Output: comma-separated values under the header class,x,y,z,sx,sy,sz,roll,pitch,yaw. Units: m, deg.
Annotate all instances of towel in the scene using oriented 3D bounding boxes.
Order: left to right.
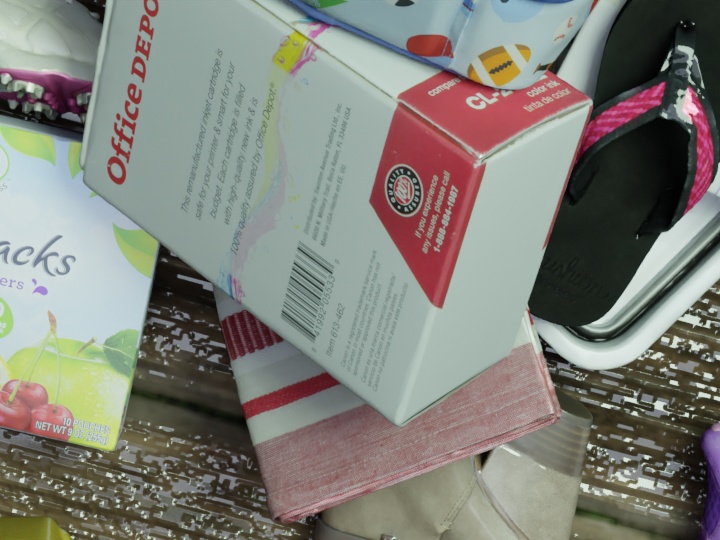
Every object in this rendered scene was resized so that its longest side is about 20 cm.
class,x,y,z,sx,sy,sz,roll,pitch,yaw
towel,0.000,0.000,1.122,0.143,0.023,0.202,-21,71,15

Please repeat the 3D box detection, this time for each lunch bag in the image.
class,x,y,z,sx,sy,sz,roll,pitch,yaw
lunch bag,0.019,-0.170,1.008,0.199,0.161,0.076,30,136,6

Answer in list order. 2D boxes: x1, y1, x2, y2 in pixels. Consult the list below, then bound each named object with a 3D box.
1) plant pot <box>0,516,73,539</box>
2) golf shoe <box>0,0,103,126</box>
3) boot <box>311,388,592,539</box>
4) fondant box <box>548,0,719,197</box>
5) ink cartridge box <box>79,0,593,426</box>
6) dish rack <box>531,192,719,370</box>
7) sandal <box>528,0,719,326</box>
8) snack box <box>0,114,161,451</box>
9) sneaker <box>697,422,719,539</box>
class,x,y,z,sx,sy,sz,roll,pitch,yaw
plant pot,-0.199,0.217,1.126,0.199,0.194,0.196,-31,97,-4
golf shoe,-0.167,-0.123,1.140,0.198,0.075,0.092,12,80,-11
boot,0.012,0.094,1.176,0.199,0.070,0.147,31,107,7
fondant box,0.187,-0.130,1.074,0.143,0.058,0.201,25,122,-4
ink cartridge box,-0.016,-0.056,1.047,0.200,0.083,0.147,37,133,24
dish rack,0.125,-0.073,1.166,0.200,0.044,0.172,-45,97,4
sandal,0.123,-0.047,1.073,0.075,0.045,0.201,24,122,-3
snack box,-0.197,-0.007,1.161,0.198,0.053,0.143,12,95,-3
sneaker,0.177,0.175,1.183,0.088,0.080,0.202,-8,98,7
